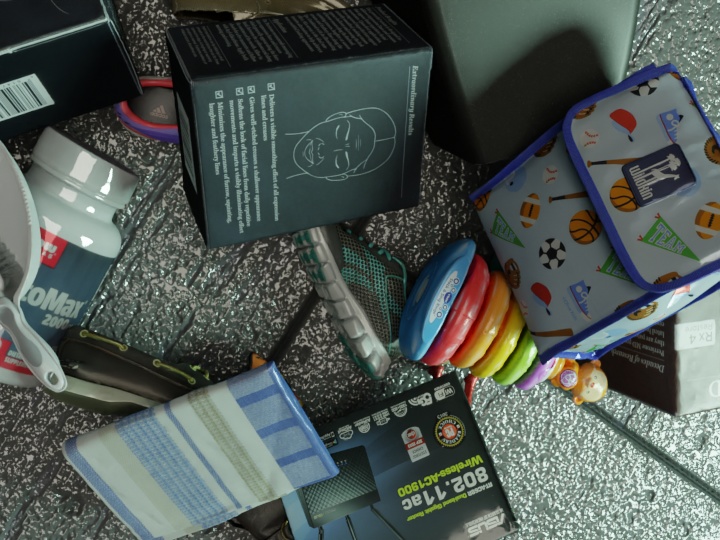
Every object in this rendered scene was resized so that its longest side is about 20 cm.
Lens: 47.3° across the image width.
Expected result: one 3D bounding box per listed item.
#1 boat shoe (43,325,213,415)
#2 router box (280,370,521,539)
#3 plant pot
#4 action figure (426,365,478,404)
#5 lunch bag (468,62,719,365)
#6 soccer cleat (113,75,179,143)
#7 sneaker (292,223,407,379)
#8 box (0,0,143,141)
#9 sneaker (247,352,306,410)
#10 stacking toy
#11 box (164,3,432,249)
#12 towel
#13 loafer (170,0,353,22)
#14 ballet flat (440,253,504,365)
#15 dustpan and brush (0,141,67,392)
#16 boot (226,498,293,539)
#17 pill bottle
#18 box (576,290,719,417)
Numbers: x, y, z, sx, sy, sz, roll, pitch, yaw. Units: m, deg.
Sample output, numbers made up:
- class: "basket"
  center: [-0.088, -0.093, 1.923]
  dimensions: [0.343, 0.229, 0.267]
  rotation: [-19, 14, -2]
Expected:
- class: "boat shoe"
  center: [-0.167, 0.104, 0.715]
  dimensions: [0.198, 0.072, 0.062]
  rotation: [21, 63, -21]
- class: "router box"
  center: [0.027, 0.202, 0.754]
  dimensions: [0.197, 0.062, 0.152]
  rotation: [-22, 73, -3]
- class: "plant pot"
  center: [0.128, -0.205, 0.737]
  dimensions: [0.196, 0.200, 0.181]
  rotation: [-14, 109, -9]
- class: "action figure"
  center: [0.074, 0.200, 0.809]
  dimensions: [0.064, 0.052, 0.204]
  rotation: [15, 71, -4]
- class: "lunch bag"
  center: [0.207, -0.042, 0.665]
  dimensions: [0.122, 0.199, 0.173]
  rotation: [-1, 63, -45]
- class: "soccer cleat"
  center: [-0.124, -0.140, 0.750]
  dimensions: [0.196, 0.073, 0.070]
  rotation: [5, 96, -11]
- class: "sneaker"
  center: [0.000, 0.000, 0.798]
  dimensions: [0.090, 0.077, 0.203]
  rotation: [-30, 108, -17]
- class: "box"
  center: [-0.302, -0.220, 0.650]
  dimensions: [0.196, 0.124, 0.200]
  rotation: [-19, 77, -7]
- class: "sneaker"
  center: [-0.151, 0.163, 0.791]
  dimensions: [0.199, 0.070, 0.091]
  rotation: [-38, 86, -4]
- class: "stacking toy"
  center: [0.139, 0.066, 0.744]
  dimensions: [0.198, 0.110, 0.118]
  rotation: [29, 87, -5]
- class: "box"
  center: [-0.051, -0.125, 0.692]
  dimensions: [0.196, 0.108, 0.151]
  rotation: [-12, 129, -18]
- class: "towel"
  center: [-0.132, 0.158, 0.692]
  dimensions: [0.197, 0.024, 0.148]
  rotation: [-22, 125, 8]
- class: "loafer"
  center: [-0.084, -0.232, 0.750]
  dimensions: [0.196, 0.076, 0.069]
  rotation: [20, 94, -2]
- class: "ballet flat"
  center: [0.146, 0.024, 0.825]
  dimensions: [0.065, 0.070, 0.201]
  rotation: [36, 93, -29]
- class: "dustpan and brush"
  center: [-0.279, 0.009, 0.622]
  dimensions: [0.139, 0.057, 0.201]
  rotation: [-40, 90, 1]
- class: "boot"
  center: [-0.017, 0.247, 0.821]
  dimensions: [0.198, 0.069, 0.176]
  rotation: [-33, 93, -12]
- class: "pill bottle"
  center: [-0.279, -0.015, 0.712]
  dimensions: [0.118, 0.120, 0.203]
  rotation: [29, 91, -12]
- class: "box"
  center: [0.315, 0.011, 0.793]
  dimensions: [0.162, 0.164, 0.205]
  rotation: [-6, 98, -18]
